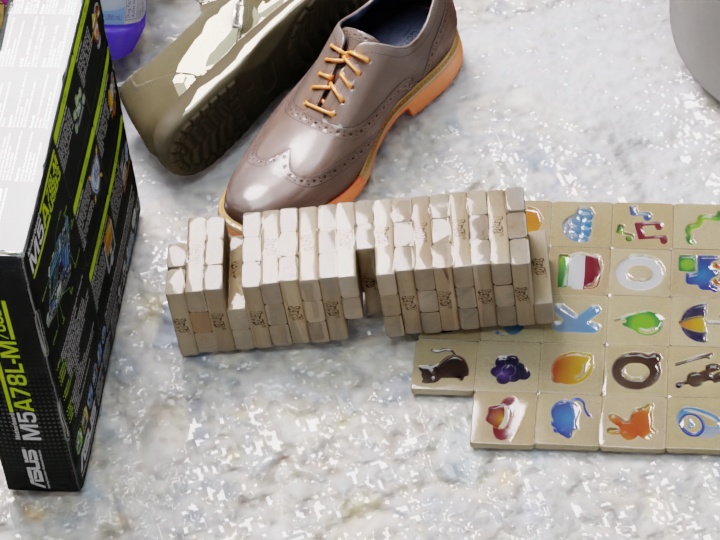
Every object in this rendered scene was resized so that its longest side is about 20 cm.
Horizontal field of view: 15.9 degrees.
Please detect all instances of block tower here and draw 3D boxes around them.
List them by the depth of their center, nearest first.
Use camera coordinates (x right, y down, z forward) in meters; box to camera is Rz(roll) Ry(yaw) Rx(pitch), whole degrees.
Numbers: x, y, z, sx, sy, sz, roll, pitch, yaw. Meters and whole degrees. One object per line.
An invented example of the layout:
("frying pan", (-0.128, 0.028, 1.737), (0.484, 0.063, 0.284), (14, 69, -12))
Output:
("block tower", (0.000, 0.000, 1.366), (0.200, 0.058, 0.054), (-5, 50, 4))

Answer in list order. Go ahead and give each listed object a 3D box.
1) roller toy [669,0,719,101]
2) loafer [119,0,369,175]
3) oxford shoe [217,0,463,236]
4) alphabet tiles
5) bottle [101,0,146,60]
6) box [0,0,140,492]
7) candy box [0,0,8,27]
("roller toy", (0.263, -0.182, 1.443), (0.182, 0.140, 0.200), (-30, 53, -19))
("loafer", (-0.061, -0.139, 1.483), (0.067, 0.076, 0.200), (35, 61, 23))
("oxford shoe", (-0.016, -0.097, 1.444), (0.071, 0.073, 0.200), (24, 57, 23))
("alphabet tiles", (0.130, 0.028, 1.368), (0.200, 0.006, 0.167), (1, 51, 7))
("bottle", (-0.159, -0.223, 1.484), (0.083, 0.200, 0.065), (7, 21, 2))
("box", (-0.158, -0.021, 1.316), (0.047, 0.193, 0.200), (1, 51, 8))
("candy box", (-0.256, -0.144, 1.465), (0.200, 0.137, 0.061), (6, 19, 10))
